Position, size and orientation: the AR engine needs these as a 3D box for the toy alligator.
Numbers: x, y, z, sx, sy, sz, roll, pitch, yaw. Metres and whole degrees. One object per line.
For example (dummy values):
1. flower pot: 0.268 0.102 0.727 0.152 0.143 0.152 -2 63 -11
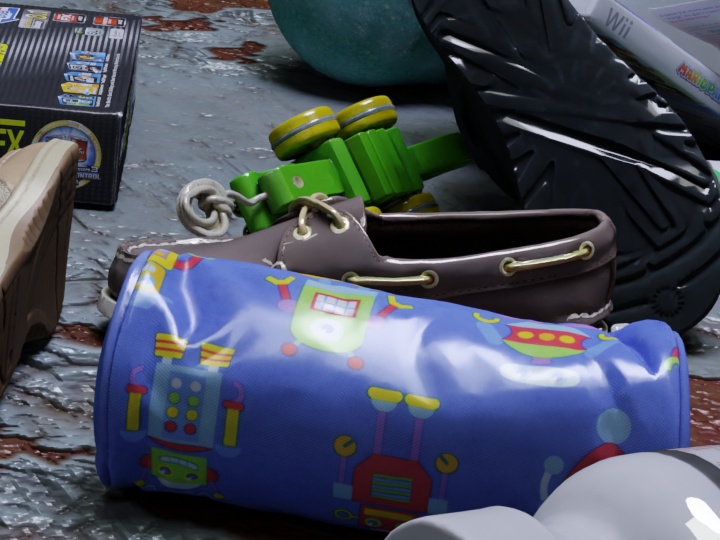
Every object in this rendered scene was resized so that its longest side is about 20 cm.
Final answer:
1. toy alligator: -0.026 -0.030 1.186 0.054 0.060 0.200 -31 -9 37

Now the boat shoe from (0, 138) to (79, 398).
1. boat shoe: -0.146 -0.004 1.024 0.064 0.072 0.200 8 19 4

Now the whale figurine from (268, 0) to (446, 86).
1. whale figurine: 0.037 -0.134 1.500 0.200 0.104 0.159 25 5 -33

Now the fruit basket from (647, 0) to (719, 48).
1. fruit basket: 0.267 -0.103 1.326 0.200 0.094 0.185 27 -16 -33

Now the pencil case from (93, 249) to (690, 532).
1. pencil case: 0.014 0.042 0.919 0.199 0.078 0.087 8 47 3

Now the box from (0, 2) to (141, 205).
1. box: -0.185 -0.084 1.308 0.159 0.044 0.200 6 17 -3

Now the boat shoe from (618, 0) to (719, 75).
1. boat shoe: 0.155 -0.132 1.417 0.200 0.071 0.064 39 -9 -40

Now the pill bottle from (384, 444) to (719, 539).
1. pill bottle: 0.106 0.100 0.709 0.199 0.116 0.116 -2 19 -27

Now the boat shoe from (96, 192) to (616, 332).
1. boat shoe: 0.000 0.000 1.080 0.199 0.060 0.072 5 18 -6

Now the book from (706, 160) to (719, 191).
1. book: 0.258 -0.015 1.256 0.199 0.048 0.134 3 15 -1

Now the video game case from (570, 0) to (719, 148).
1. video game case: 0.123 -0.105 1.375 0.200 0.018 0.143 29 -2 -44

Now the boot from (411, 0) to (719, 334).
1. boot: 0.094 -0.049 1.213 0.076 0.201 0.168 -34 -14 2
